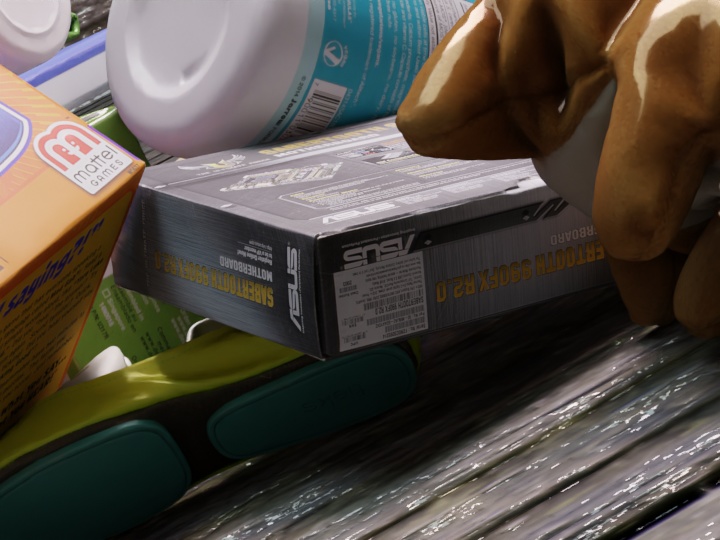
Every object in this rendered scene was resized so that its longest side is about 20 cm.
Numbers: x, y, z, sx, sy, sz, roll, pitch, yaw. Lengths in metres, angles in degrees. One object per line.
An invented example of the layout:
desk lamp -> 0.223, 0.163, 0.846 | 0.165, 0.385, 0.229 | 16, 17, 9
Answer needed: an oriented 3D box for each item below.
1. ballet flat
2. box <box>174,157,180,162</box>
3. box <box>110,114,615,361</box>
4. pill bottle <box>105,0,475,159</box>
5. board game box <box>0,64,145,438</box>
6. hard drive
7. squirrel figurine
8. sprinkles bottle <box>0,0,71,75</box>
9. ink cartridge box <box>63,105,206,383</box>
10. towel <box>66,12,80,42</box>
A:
ballet flat -> -0.072, 0.053, 1.068 | 0.199, 0.067, 0.067 | -22, 47, -2
box -> -0.039, -0.050, 1.502 | 0.095, 0.078, 0.200 | -19, 12, 31
box -> 0.023, -0.022, 1.049 | 0.199, 0.049, 0.158 | -14, 16, -32
pill bottle -> -0.006, -0.087, 1.179 | 0.110, 0.112, 0.199 | -17, -21, 42
board game box -> -0.238, 0.020, 1.025 | 0.200, 0.199, 0.200 | -45, -15, -50
hard drive -> -0.194, -0.057, 1.217 | 0.131, 0.025, 0.200 | -20, 10, 38
squirrel figurine -> 0.148, -0.076, 0.907 | 0.186, 0.141, 0.201 | 4, 56, 57
sprinkles bottle -> -0.218, -0.090, 1.163 | 0.199, 0.069, 0.068 | -21, 11, 33
ink cartridge box -> -0.148, 0.016, 1.228 | 0.076, 0.149, 0.200 | -31, 11, -27
towel -> -0.253, -0.089, 1.309 | 0.199, 0.031, 0.149 | -13, 14, 24
